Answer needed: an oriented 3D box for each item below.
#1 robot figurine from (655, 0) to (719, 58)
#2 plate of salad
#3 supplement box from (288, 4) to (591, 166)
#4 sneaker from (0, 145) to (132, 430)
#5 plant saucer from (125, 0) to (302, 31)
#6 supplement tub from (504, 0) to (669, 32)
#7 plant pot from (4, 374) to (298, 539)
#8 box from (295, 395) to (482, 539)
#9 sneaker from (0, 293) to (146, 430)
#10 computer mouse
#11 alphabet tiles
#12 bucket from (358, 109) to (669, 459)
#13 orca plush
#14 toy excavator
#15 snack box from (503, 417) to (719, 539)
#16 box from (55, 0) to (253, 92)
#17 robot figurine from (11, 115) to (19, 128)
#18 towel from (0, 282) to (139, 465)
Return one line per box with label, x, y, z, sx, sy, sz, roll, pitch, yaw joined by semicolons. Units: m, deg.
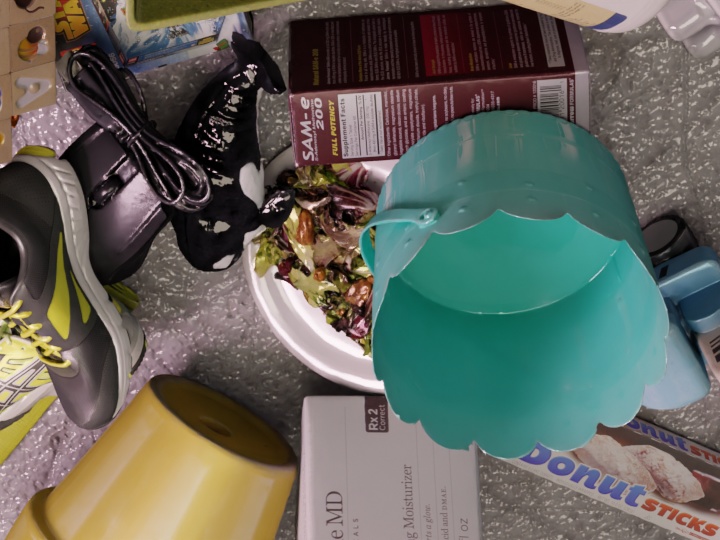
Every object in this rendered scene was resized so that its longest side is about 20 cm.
robot figurine;0.277;-0.222;1.402;0.199;0.113;0.169;-35;157;19
plate of salad;0.000;0.000;1.534;0.198;0.048;0.202;10;116;22
supplement box;0.051;-0.127;1.456;0.198;0.109;0.061;-3;123;1
sneaker;-0.219;0.021;1.457;0.074;0.084;0.202;-2;110;40
plant saucer;-0.067;-0.267;1.368;0.198;0.048;0.201;-14;125;-25
supplement tub;0.103;-0.241;1.350;0.199;0.145;0.145;15;121;-23
plant pot;-0.146;0.190;1.609;0.200;0.201;0.190;26;101;-17
box;0.019;0.227;1.590;0.129;0.200;0.201;0;143;-4
sneaker;-0.258;0.063;1.560;0.199;0.076;0.077;-24;136;-1
computer mouse;-0.181;-0.050;1.478;0.139;0.053;0.200;48;146;9
alphabet tiles;-0.278;-0.123;1.340;0.199;0.006;0.168;-19;131;-29
bucket;0.097;0.006;1.407;0.205;0.135;0.208;-1;128;-1
orca plush;-0.097;-0.061;1.482;0.105;0.071;0.200;37;137;0
toy excavator;0.242;0.050;1.517;0.193;0.201;0.100;-26;120;14
snack box;0.211;0.151;1.682;0.199;0.024;0.072;23;119;-16
box;-0.163;-0.228;1.428;0.136;0.040;0.201;-14;121;5
robot figurine;-0.263;-0.158;1.413;0.058;0.146;0.201;7;132;4
towel;-0.255;0.067;1.620;0.086;0.018;0.200;33;115;-19
